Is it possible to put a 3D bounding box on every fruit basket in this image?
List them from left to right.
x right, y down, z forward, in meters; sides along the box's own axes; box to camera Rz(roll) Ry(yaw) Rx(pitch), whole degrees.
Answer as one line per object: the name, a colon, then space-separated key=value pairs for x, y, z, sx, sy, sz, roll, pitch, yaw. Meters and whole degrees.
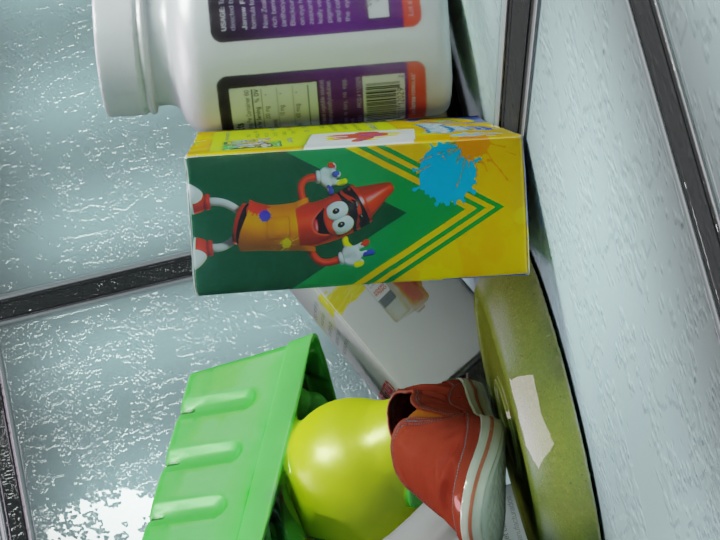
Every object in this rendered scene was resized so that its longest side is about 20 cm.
fruit basket: x=-0.025 y=0.145 z=1.315 sx=0.216 sy=0.214 sz=0.156 roll=-105 pitch=0 yaw=-47

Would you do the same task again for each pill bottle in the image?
pill bottle: x=-0.051 y=-0.137 z=1.192 sx=0.111 sy=0.198 sz=0.112 roll=175 pitch=90 yaw=-89

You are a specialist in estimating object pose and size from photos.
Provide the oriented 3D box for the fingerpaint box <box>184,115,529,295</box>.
fingerpaint box: x=-0.005 y=-0.037 z=1.087 sx=0.200 sy=0.165 sz=0.074 roll=-118 pitch=24 yaw=-82

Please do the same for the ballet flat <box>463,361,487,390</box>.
ballet flat: x=0.059 y=0.084 z=1.502 sx=0.201 sy=0.067 sz=0.063 roll=-96 pitch=-19 yaw=-55

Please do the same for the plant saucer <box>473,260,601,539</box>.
plant saucer: x=0.093 y=0.082 z=1.127 sx=0.200 sy=0.031 sz=0.202 roll=167 pitch=90 yaw=-88

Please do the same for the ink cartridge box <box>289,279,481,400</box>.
ink cartridge box: x=0.000 y=0.000 z=1.387 sx=0.200 sy=0.083 sz=0.145 roll=50 pitch=173 yaw=5

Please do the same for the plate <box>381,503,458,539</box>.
plate: x=0.080 y=0.223 z=1.150 sx=0.200 sy=0.032 sz=0.200 roll=58 pitch=-162 yaw=4

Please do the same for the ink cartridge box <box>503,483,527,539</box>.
ink cartridge box: x=0.038 y=0.255 z=1.452 sx=0.145 sy=0.198 sz=0.146 roll=80 pitch=177 yaw=-67

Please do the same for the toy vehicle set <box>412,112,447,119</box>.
toy vehicle set: x=0.032 y=-0.104 z=1.361 sx=0.200 sy=0.026 sz=0.125 roll=98 pitch=163 yaw=-78

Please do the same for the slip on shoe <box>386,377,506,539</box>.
slip on shoe: x=0.047 y=0.106 z=1.146 sx=0.200 sy=0.061 sz=0.075 roll=-108 pitch=18 yaw=-76
